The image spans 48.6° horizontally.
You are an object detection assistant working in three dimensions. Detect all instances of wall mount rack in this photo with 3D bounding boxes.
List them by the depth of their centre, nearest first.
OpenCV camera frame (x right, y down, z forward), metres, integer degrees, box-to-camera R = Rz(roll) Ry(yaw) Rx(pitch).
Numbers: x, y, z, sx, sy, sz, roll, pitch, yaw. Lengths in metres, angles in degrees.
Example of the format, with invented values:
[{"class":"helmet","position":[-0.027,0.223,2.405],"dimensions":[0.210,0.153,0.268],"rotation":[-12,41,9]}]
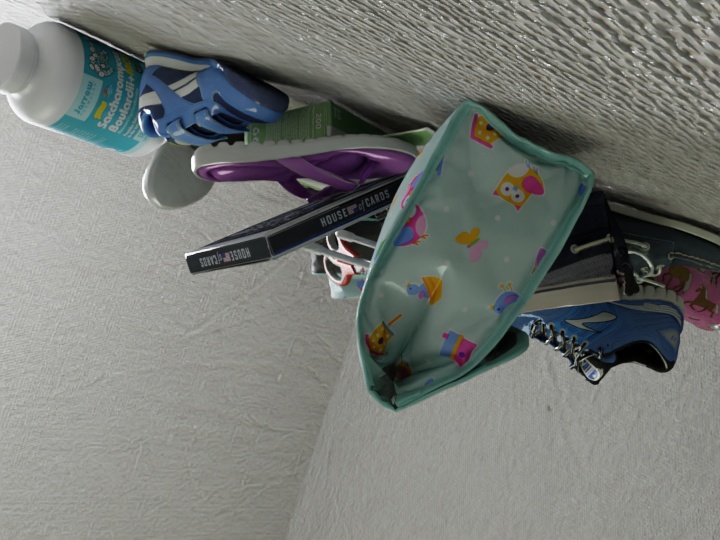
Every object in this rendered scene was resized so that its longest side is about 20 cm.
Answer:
[{"class":"wall mount rack","position":[0.047,-0.033,0.781],"dimensions":[0.172,0.076,0.200],"rotation":[-24,180,17]}]

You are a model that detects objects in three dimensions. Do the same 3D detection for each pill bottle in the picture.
[{"class":"pill bottle","position":[-0.311,-0.203,0.885],"dimensions":[0.110,0.112,0.199],"rotation":[21,-176,33]}]

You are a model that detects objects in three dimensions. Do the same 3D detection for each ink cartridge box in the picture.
[{"class":"ink cartridge box","position":[0.008,-0.119,0.761],"dimensions":[0.197,0.049,0.145],"rotation":[-7,169,32]}]

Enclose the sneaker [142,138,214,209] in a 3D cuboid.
[{"class":"sneaker","position":[-0.219,-0.133,0.967],"dimensions":[0.087,0.201,0.076],"rotation":[-15,122,30]}]

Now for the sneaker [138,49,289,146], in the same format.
[{"class":"sneaker","position":[-0.140,-0.150,0.738],"dimensions":[0.198,0.084,0.073],"rotation":[20,-178,44]}]

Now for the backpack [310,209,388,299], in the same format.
[{"class":"backpack","position":[0.037,-0.049,1.056],"dimensions":[0.173,0.156,0.200],"rotation":[-3,-155,24]}]

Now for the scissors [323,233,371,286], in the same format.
[{"class":"scissors","position":[0.000,0.000,0.893],"dimensions":[0.014,0.074,0.200],"rotation":[-6,-160,-25]}]

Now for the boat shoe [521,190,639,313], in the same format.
[{"class":"boat shoe","position":[0.129,-0.009,0.681],"dimensions":[0.197,0.094,0.075],"rotation":[-10,177,19]}]

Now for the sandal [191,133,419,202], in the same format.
[{"class":"sandal","position":[-0.047,-0.081,0.695],"dimensions":[0.199,0.051,0.082],"rotation":[-1,171,8]}]

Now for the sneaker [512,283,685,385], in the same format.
[{"class":"sneaker","position":[0.207,0.056,0.754],"dimensions":[0.196,0.090,0.079],"rotation":[6,154,6]}]

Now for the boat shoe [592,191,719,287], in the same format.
[{"class":"boat shoe","position":[0.236,-0.024,0.701],"dimensions":[0.197,0.063,0.075],"rotation":[19,179,9]}]

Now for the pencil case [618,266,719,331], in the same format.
[{"class":"pencil case","position":[0.297,0.001,0.808],"dimensions":[0.197,0.083,0.087],"rotation":[18,-146,-17]}]

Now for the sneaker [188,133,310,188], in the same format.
[{"class":"sneaker","position":[-0.113,-0.149,0.940],"dimensions":[0.106,0.076,0.199],"rotation":[33,-161,23]}]

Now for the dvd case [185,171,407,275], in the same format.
[{"class":"dvd case","position":[-0.044,-0.047,0.730],"dimensions":[0.199,0.025,0.149],"rotation":[-26,-170,-37]}]

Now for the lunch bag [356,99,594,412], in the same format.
[{"class":"lunch bag","position":[0.065,0.002,0.568],"dimensions":[0.121,0.202,0.170],"rotation":[26,-178,1]}]
